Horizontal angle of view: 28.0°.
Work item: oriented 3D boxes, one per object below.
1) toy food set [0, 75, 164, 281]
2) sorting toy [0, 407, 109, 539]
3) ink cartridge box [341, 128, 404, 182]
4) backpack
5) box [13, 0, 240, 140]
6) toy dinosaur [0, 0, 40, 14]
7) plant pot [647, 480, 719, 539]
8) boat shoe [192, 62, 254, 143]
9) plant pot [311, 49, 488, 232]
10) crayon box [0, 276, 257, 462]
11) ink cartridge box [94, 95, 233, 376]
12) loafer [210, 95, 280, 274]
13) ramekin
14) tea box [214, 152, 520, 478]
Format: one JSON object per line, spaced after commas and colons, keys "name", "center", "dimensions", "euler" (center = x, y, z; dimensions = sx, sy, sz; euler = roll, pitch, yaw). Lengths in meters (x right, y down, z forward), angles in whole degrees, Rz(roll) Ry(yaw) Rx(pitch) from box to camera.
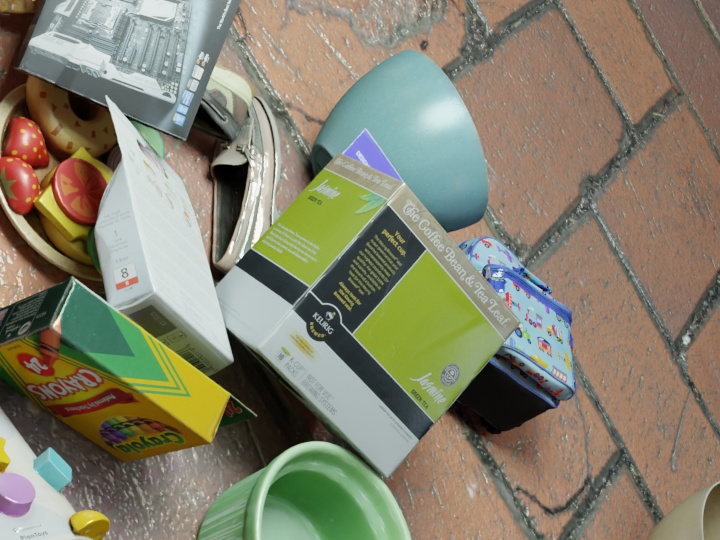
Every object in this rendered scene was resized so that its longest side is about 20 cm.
{"name": "toy food set", "center": [-0.241, -0.084, 1.281], "dimensions": [0.198, 0.048, 0.201], "euler": [48, 39, -20]}
{"name": "sorting toy", "center": [-0.293, 0.151, 1.057], "dimensions": [0.199, 0.107, 0.181], "euler": [-4, 53, -51]}
{"name": "ink cartridge box", "center": [0.000, 0.000, 1.418], "dimensions": [0.200, 0.043, 0.198], "euler": [-48, 121, -16]}
{"name": "backpack", "center": [0.148, 0.052, 1.603], "dimensions": [0.182, 0.134, 0.201], "euler": [37, 41, -32]}
{"name": "box", "center": [-0.190, -0.236, 1.251], "dimensions": [0.157, 0.050, 0.201], "euler": [23, 89, -21]}
{"name": "toy dinosaur", "center": [-0.252, -0.255, 1.324], "dimensions": [0.198, 0.061, 0.106], "euler": [-11, 39, -14]}
{"name": "plant pot", "center": [0.408, 0.368, 1.724], "dimensions": [0.200, 0.134, 0.202], "euler": [28, 48, -37]}
{"name": "boat shoe", "center": [-0.192, -0.181, 1.370], "dimensions": [0.199, 0.073, 0.065], "euler": [20, 66, -25]}
{"name": "plant pot", "center": [0.027, -0.117, 1.535], "dimensions": [0.134, 0.200, 0.201], "euler": [-24, 87, -19]}
{"name": "crayon box", "center": [-0.196, 0.093, 1.158], "dimensions": [0.200, 0.126, 0.051], "euler": [39, 53, -28]}
{"name": "ink cartridge box", "center": [-0.179, -0.025, 1.223], "dimensions": [0.201, 0.050, 0.162], "euler": [69, 8, 30]}
{"name": "loafer", "center": [-0.118, -0.087, 1.418], "dimensions": [0.063, 0.072, 0.202], "euler": [11, 63, -38]}
{"name": "ramekin", "center": [-0.050, 0.260, 1.262], "dimensions": [0.199, 0.097, 0.202], "euler": [28, 49, -38]}
{"name": "tea box", "center": [0.002, 0.039, 1.319], "dimensions": [0.197, 0.133, 0.200], "euler": [-47, 122, -8]}
